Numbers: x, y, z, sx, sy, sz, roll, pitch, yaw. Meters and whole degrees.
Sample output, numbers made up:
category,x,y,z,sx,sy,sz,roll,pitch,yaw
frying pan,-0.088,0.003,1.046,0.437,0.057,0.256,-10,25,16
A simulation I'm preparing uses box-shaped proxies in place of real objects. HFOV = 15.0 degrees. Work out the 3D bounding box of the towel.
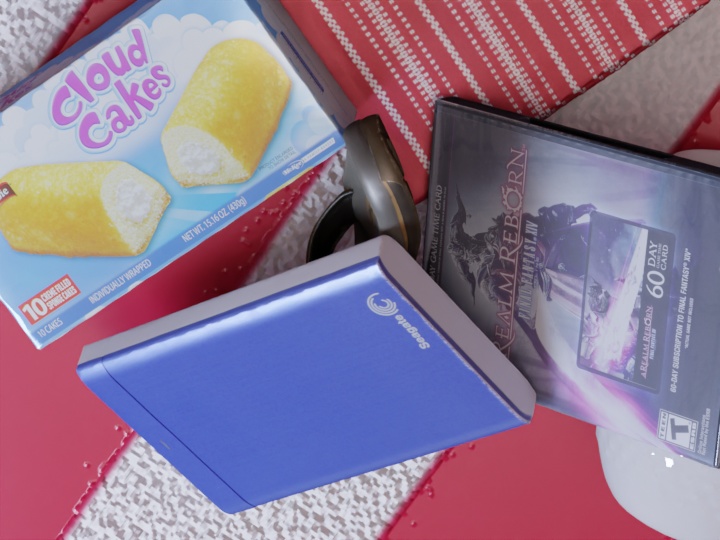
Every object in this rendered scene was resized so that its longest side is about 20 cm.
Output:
category,x,y,z,sx,sy,sz,roll,pitch,yaw
towel,0.063,-0.142,1.410,0.200,0.022,0.145,-34,104,7

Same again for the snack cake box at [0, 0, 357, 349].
category,x,y,z,sx,sy,sz,roll,pitch,yaw
snack cake box,-0.115,-0.066,1.393,0.200,0.067,0.115,-33,104,14

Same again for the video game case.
category,x,y,z,sx,sy,sz,roll,pitch,yaw
video game case,0.110,0.003,1.361,0.200,0.019,0.143,18,111,40

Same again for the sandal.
category,x,y,z,sx,sy,sz,roll,pitch,yaw
sandal,0.000,0.000,1.381,0.054,0.082,0.200,-20,149,-9

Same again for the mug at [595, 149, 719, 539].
category,x,y,z,sx,sy,sz,roll,pitch,yaw
mug,0.221,0.053,1.407,0.200,0.148,0.176,13,112,-13

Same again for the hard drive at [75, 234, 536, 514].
category,x,y,z,sx,sy,sz,roll,pitch,yaw
hard drive,-0.029,0.058,1.394,0.200,0.025,0.132,-20,129,34
